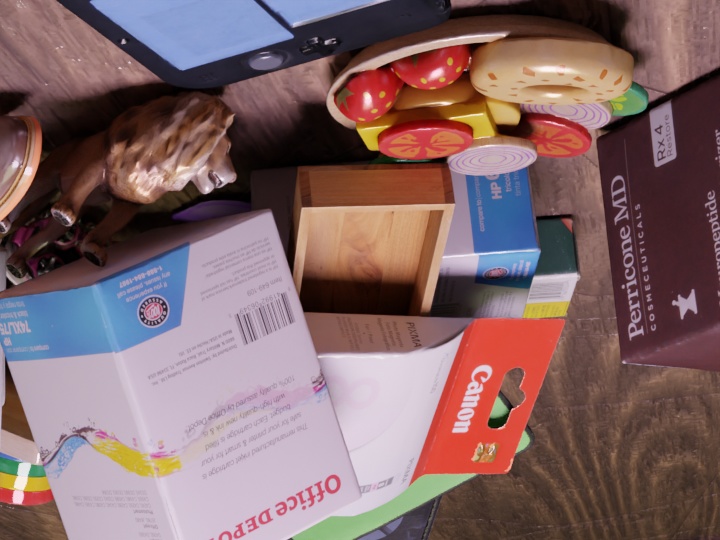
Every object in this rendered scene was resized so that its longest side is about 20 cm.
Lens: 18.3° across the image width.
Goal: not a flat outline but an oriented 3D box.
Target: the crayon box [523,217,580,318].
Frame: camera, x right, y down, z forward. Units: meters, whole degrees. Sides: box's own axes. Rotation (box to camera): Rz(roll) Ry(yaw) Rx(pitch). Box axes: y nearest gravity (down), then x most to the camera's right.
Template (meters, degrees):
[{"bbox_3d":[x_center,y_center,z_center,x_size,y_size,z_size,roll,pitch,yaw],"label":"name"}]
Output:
[{"bbox_3d":[0.069,0.005,1.772,0.198,0.051,0.127,-5,165,-2],"label":"crayon box"}]

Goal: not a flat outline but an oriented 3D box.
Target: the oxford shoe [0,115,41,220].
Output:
[{"bbox_3d":[-0.281,-0.060,1.422,0.199,0.072,0.073,-17,155,39],"label":"oxford shoe"}]

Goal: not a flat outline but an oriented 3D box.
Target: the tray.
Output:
[{"bbox_3d":[0.000,0.000,1.491,0.098,0.037,0.201,-2,148,-8],"label":"tray"}]

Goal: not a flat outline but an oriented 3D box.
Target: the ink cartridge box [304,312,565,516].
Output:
[{"bbox_3d":[0.033,0.102,1.547,0.198,0.057,0.163,5,131,-14],"label":"ink cartridge box"}]

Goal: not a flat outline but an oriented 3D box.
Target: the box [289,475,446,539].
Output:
[{"bbox_3d":[-0.038,0.133,1.666,0.198,0.087,0.165,-2,136,-18],"label":"box"}]

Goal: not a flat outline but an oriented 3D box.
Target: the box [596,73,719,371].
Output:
[{"bbox_3d":[0.285,-0.034,1.476,0.163,0.168,0.200,5,161,-33],"label":"box"}]

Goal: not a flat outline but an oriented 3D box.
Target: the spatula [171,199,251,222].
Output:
[{"bbox_3d":[-0.143,-0.010,1.683,0.056,0.021,0.200,8,147,-38],"label":"spatula"}]

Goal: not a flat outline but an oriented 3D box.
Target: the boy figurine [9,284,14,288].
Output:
[{"bbox_3d":[-0.250,0.053,1.736,0.198,0.065,0.125,11,151,13],"label":"boy figurine"}]

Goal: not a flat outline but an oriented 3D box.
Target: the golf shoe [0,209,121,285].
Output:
[{"bbox_3d":[-0.173,0.015,1.658,0.199,0.073,0.092,28,163,-15],"label":"golf shoe"}]

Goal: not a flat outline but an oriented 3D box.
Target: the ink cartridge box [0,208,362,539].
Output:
[{"bbox_3d":[-0.120,0.084,1.446,0.146,0.202,0.145,-24,-170,-37],"label":"ink cartridge box"}]

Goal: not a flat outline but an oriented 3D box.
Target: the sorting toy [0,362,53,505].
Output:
[{"bbox_3d":[-0.291,0.118,1.784,0.198,0.070,0.198,19,-165,20],"label":"sorting toy"}]

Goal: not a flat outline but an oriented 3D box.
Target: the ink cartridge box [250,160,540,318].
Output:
[{"bbox_3d":[0.020,-0.017,1.601,0.198,0.085,0.145,-6,160,-4],"label":"ink cartridge box"}]

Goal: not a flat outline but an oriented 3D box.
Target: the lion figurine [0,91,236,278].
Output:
[{"bbox_3d":[-0.169,-0.061,1.436,0.199,0.123,0.073,1,139,48],"label":"lion figurine"}]

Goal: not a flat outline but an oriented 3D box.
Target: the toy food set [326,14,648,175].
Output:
[{"bbox_3d":[0.078,-0.105,1.391,0.198,0.049,0.198,-8,164,10],"label":"toy food set"}]

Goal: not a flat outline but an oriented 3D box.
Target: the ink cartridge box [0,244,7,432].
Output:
[{"bbox_3d":[-0.353,0.045,1.556,0.198,0.146,0.145,1,-172,-19],"label":"ink cartridge box"}]

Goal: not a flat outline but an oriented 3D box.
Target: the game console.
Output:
[{"bbox_3d":[-0.059,-0.153,1.220,0.175,0.031,0.200,-9,164,18],"label":"game console"}]

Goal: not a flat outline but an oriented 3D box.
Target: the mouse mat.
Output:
[{"bbox_3d":[0.013,0.130,1.610,0.199,0.008,0.161,-29,136,10],"label":"mouse mat"}]
